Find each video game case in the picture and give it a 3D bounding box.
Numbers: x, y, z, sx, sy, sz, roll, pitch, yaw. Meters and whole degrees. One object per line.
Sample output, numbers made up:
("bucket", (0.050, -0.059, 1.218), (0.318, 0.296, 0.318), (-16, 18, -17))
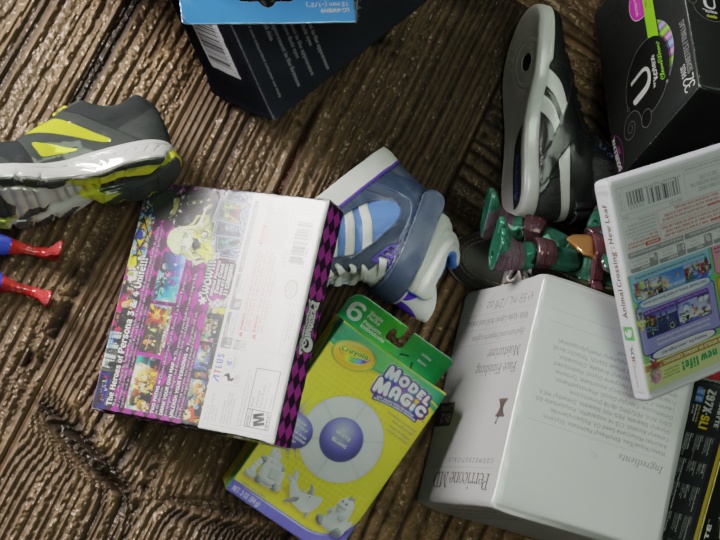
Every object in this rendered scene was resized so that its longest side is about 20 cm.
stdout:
("video game case", (0.290, -0.008, 1.190), (0.199, 0.022, 0.184), (-17, 100, -30))
("video game case", (-0.118, 0.032, 1.163), (0.180, 0.036, 0.202), (7, 78, 27))

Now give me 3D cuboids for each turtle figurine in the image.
("turtle figurine", (0.208, -0.024, 1.243), (0.198, 0.150, 0.102), (6, 99, -8))

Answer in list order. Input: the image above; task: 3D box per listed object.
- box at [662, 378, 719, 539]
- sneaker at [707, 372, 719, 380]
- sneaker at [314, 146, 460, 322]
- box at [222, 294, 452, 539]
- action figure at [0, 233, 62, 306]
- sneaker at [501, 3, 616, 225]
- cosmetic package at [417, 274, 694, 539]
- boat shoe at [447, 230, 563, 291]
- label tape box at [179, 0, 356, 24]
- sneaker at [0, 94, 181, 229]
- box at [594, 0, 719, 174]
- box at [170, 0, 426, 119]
("box", (0.329, 0.212, 1.294), (0.159, 0.049, 0.202), (26, 80, -52))
("sneaker", (0.285, 0.120, 1.308), (0.201, 0.071, 0.113), (-55, 133, -22))
("sneaker", (0.000, 0.000, 1.241), (0.200, 0.081, 0.147), (-40, 93, -24))
("box", (-0.014, 0.131, 1.215), (0.117, 0.048, 0.201), (35, 87, -12))
("action figure", (-0.337, -0.024, 1.124), (0.198, 0.099, 0.066), (13, 79, -14))
("sneaker", (0.194, -0.142, 1.337), (0.111, 0.073, 0.202), (5, 90, -21))
("cosmetic package", (0.172, 0.130, 1.240), (0.164, 0.165, 0.202), (19, 76, -17))
("boat shoe", (0.179, 0.002, 1.315), (0.198, 0.057, 0.068), (15, 79, -17))
("label tape box", (-0.074, -0.293, 1.088), (0.142, 0.066, 0.202), (-3, 75, -14))
("sneaker", (-0.252, -0.093, 1.183), (0.198, 0.075, 0.085), (-8, 58, -12))
("box", (0.310, -0.193, 1.305), (0.123, 0.149, 0.202), (9, 56, -18))
("box", (-0.055, -0.252, 1.211), (0.200, 0.104, 0.149), (-39, 130, -20))
